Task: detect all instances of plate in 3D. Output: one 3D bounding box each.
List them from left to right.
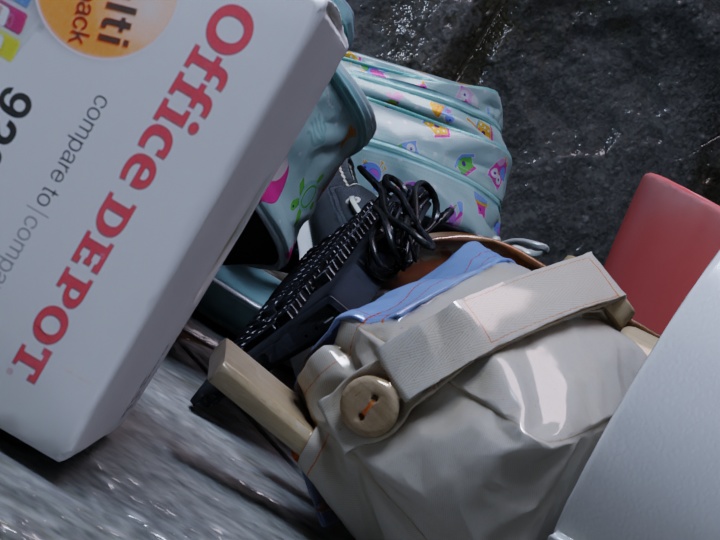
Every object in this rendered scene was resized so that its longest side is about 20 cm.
[{"bbox_3d":[-0.049,0.023,1.184,0.200,0.026,0.200,30,3,-2],"label":"plate"}]

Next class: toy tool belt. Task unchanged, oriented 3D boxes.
[{"bbox_3d":[0.035,0.037,0.783,0.123,0.125,0.200,28,20,16],"label":"toy tool belt"}]

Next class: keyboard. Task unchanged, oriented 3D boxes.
[{"bbox_3d":[-0.013,-0.010,0.906,0.040,0.104,0.200,57,15,-8],"label":"keyboard"}]

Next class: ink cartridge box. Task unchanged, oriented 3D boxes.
[{"bbox_3d":[-0.123,-0.061,0.651,0.200,0.147,0.145,31,3,0],"label":"ink cartridge box"}]

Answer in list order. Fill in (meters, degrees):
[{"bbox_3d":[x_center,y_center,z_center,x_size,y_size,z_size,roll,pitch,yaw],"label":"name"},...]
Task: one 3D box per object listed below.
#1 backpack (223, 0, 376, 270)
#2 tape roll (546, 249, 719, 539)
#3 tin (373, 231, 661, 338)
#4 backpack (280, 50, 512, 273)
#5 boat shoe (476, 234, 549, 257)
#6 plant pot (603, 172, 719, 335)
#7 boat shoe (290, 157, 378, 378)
[{"bbox_3d":[-0.090,-0.086,0.951,0.200,0.151,0.178,17,-26,53],"label":"backpack"},{"bbox_3d":[0.166,0.078,0.756,0.139,0.203,0.203,32,3,16],"label":"tape roll"},{"bbox_3d":[0.076,0.061,0.969,0.200,0.112,0.042,31,-3,-11],"label":"tin"},{"bbox_3d":[-0.008,-0.058,1.316,0.199,0.127,0.167,12,-10,-16],"label":"backpack"},{"bbox_3d":[0.072,0.015,1.234,0.073,0.068,0.199,3,10,18],"label":"boat shoe"},{"bbox_3d":[0.178,0.078,1.086,0.200,0.178,0.200,31,2,-1],"label":"plant pot"},{"bbox_3d":[0.000,0.000,1.072,0.200,0.060,0.076,-93,167,-56],"label":"boat shoe"}]
